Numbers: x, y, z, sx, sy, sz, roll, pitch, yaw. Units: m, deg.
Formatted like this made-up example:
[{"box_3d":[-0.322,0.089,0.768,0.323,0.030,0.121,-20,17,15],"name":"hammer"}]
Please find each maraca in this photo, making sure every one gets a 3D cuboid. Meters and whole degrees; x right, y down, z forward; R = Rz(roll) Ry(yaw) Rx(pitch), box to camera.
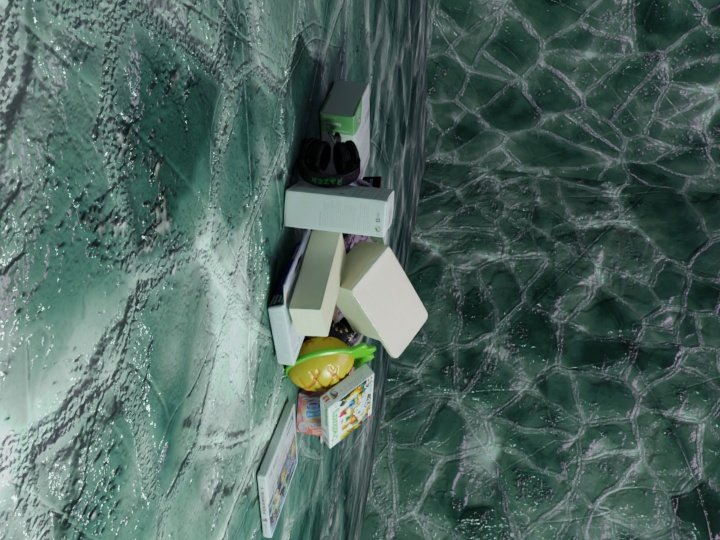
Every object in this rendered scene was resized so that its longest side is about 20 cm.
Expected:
[{"box_3d":[-0.063,0.192,1.365,0.138,0.194,0.110,101,-24,-65],"name":"maraca"}]

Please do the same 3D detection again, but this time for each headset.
[{"box_3d":[-0.057,-0.215,1.297,0.203,0.119,0.096,-82,176,-51],"name":"headset"}]

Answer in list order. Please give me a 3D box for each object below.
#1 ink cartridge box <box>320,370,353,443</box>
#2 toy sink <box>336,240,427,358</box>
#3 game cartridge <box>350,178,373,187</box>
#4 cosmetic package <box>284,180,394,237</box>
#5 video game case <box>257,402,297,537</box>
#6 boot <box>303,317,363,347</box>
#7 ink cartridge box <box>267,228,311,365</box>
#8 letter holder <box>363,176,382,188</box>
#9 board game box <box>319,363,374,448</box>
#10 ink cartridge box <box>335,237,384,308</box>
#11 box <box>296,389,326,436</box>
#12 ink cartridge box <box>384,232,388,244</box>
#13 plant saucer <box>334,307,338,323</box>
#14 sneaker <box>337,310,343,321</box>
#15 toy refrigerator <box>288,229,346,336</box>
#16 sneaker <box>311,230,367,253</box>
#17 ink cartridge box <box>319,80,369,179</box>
[{"box_3d":[-0.066,0.374,1.828,0.116,0.065,0.207,-44,140,-75],"name":"ink cartridge box"},{"box_3d":[0.032,0.061,1.362,0.131,0.111,0.202,-48,122,-23],"name":"toy sink"},{"box_3d":[-0.045,-0.148,1.408,0.041,0.132,0.199,59,15,8],"name":"game cartridge"},{"box_3d":[-0.039,-0.119,1.229,0.102,0.194,0.076,-58,155,-69],"name":"cosmetic package"},{"box_3d":[-0.171,0.414,1.362,0.202,0.022,0.187,-71,165,-56],"name":"video game case"},{"box_3d":[-0.065,0.127,1.473,0.200,0.072,0.153,-43,137,-29],"name":"boot"},{"box_3d":[-0.131,0.042,1.270,0.202,0.039,0.204,-73,165,-50],"name":"ink cartridge box"},{"box_3d":[0.007,-0.125,1.708,0.144,0.097,0.204,81,12,-48],"name":"letter holder"},{"box_3d":[-0.029,0.296,1.408,0.125,0.035,0.203,-33,149,-24],"name":"board game box"},{"box_3d":[0.000,0.000,1.517,0.144,0.084,0.204,23,42,-41],"name":"ink cartridge box"},{"box_3d":[-0.083,0.321,1.585,0.200,0.099,0.098,-34,131,-76],"name":"box"},{"box_3d":[0.019,-0.059,1.876,0.067,0.112,0.207,-38,135,-76],"name":"ink cartridge box"},{"box_3d":[-0.088,0.094,1.588,0.200,0.033,0.207,6,90,-80],"name":"plant saucer"},{"box_3d":[-0.015,0.096,1.785,0.076,0.112,0.206,68,30,-71],"name":"sneaker"},{"box_3d":[-0.081,0.020,1.242,0.077,0.068,0.204,78,18,-47],"name":"toy refrigerator"},{"box_3d":[-0.047,-0.075,1.408,0.199,0.076,0.115,-44,158,-18],"name":"sneaker"},{"box_3d":[-0.032,-0.303,1.478,0.147,0.085,0.204,-72,164,-44],"name":"ink cartridge box"}]
